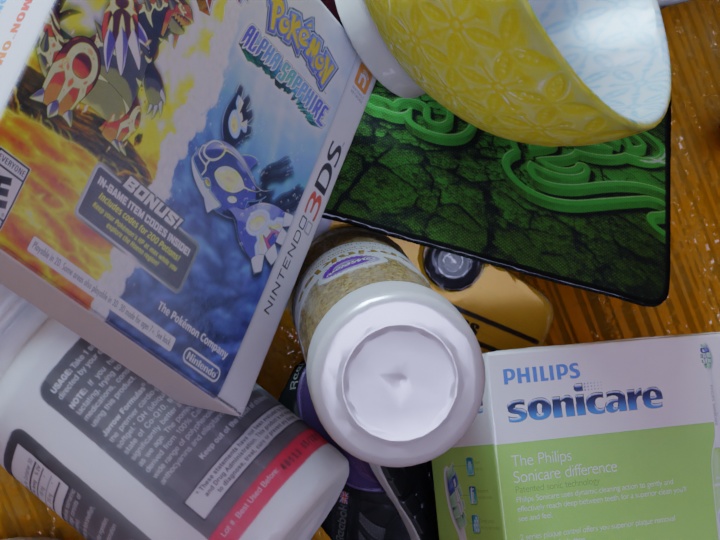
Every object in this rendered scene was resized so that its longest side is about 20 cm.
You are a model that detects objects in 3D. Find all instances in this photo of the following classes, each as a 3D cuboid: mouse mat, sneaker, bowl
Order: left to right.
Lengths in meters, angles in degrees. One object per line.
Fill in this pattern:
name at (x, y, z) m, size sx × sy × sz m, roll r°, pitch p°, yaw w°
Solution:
sneaker at (0.016, 0.130, 0.815) m, size 0.076 × 0.087 × 0.202 m, roll -40°, pitch 124°, yaw -41°
bowl at (0.051, -0.138, 0.703) m, size 0.107 × 0.200 × 0.202 m, roll -22°, pitch 99°, yaw 28°
mouse mat at (0.069, -0.070, 0.781) m, size 0.198 × 0.008 × 0.162 m, roll 16°, pitch 54°, yaw -10°

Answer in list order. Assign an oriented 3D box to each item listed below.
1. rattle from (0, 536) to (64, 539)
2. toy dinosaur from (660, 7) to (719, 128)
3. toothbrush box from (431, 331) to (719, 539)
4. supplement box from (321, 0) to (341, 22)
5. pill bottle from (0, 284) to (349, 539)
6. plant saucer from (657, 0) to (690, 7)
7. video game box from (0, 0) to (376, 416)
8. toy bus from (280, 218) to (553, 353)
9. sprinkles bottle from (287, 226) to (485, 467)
rattle at (-0.140, 0.191, 0.759) m, size 0.198 × 0.143 × 0.132 m, roll -15°, pitch 83°, yaw -1°
toy dinosaur at (0.257, -0.141, 0.812) m, size 0.198 × 0.105 × 0.183 m, roll 6°, pitch 114°, yaw -20°
toothbrush box at (0.118, 0.136, 0.729) m, size 0.144 × 0.086 × 0.203 m, roll -4°, pitch 85°, yaw -20°
supplement box at (-0.063, -0.151, 0.750) m, size 0.200 × 0.061 × 0.109 m, roll -48°, pitch 114°, yaw -12°
pill bottle at (-0.112, 0.077, 0.748) m, size 0.199 × 0.111 × 0.111 m, roll 38°, pitch 89°, yaw 10°
plant saucer at (0.146, -0.236, 0.788) m, size 0.198 × 0.050 × 0.203 m, roll 1°, pitch 95°, yaw 13°
video game box at (-0.081, -0.060, 0.639) m, size 0.046 × 0.200 × 0.184 m, roll 7°, pitch 69°, yaw 33°
toy bus at (0.000, 0.000, 0.797) m, size 0.198 × 0.065 × 0.079 m, roll 21°, pitch 94°, yaw -9°
sprinkles bottle at (0.005, 0.027, 0.665) m, size 0.067 × 0.200 × 0.069 m, roll -1°, pitch 99°, yaw -6°
